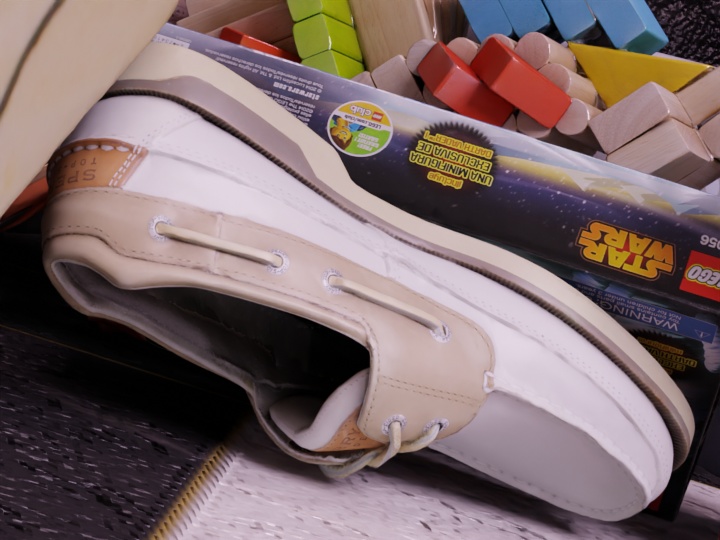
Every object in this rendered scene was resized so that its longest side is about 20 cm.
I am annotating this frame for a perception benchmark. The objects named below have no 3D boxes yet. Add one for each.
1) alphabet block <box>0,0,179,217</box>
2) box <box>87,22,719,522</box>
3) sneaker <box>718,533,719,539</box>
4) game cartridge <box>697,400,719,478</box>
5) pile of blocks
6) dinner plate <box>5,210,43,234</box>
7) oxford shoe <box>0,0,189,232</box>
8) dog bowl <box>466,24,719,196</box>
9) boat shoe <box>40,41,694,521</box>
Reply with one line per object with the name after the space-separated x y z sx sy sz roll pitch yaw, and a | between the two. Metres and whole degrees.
-0.154 -0.116 0.616 0.196 0.196 0.200 20 38 10 | alphabet block
0.013 0.002 0.815 0.199 0.040 0.137 18 -27 8 | box
0.126 0.065 0.675 0.073 0.077 0.200 17 2 6 | sneaker
0.170 0.013 0.825 0.133 0.041 0.200 34 -40 -4 | game cartridge
0.027 -0.067 0.813 0.199 0.082 0.062 6 -3 23 | pile of blocks
-0.187 -0.058 0.974 0.200 0.024 0.200 25 -15 7 | dinner plate
-0.086 -0.084 0.902 0.073 0.200 0.071 49 -42 -14 | oxford shoe
0.057 -0.054 0.944 0.199 0.059 0.200 12 5 -1 | dog bowl
0.000 0.021 0.743 0.200 0.069 0.075 31 -34 -16 | boat shoe
